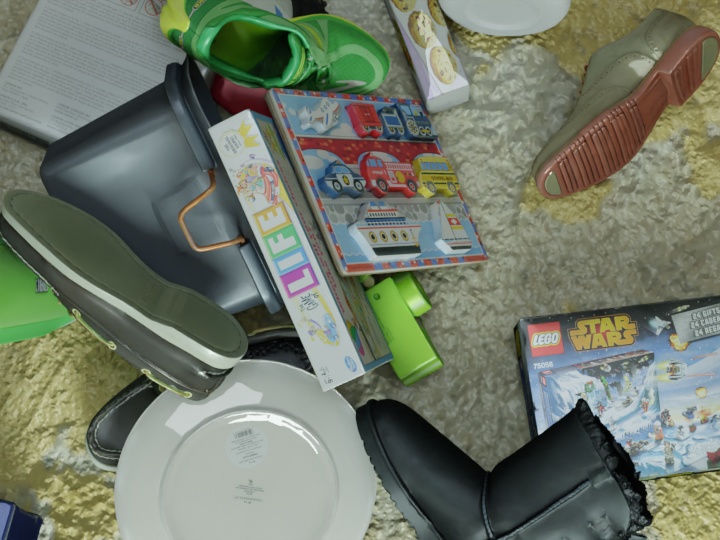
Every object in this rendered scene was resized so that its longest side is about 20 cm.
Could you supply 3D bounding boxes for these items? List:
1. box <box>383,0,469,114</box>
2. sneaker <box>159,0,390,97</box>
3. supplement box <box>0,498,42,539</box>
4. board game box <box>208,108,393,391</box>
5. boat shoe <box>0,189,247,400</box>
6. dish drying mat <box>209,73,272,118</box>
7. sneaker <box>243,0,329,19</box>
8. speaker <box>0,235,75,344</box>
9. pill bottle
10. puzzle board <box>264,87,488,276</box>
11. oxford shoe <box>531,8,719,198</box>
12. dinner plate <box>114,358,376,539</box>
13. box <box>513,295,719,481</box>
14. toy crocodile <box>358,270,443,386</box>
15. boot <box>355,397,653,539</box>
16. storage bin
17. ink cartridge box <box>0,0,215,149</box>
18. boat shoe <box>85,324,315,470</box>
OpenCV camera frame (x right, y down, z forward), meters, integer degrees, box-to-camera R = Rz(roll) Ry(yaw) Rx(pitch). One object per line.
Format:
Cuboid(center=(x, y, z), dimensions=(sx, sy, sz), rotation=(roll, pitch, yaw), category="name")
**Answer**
Cuboid(center=(0.041, -0.231, 1.201), dimensions=(0.041, 0.039, 0.201), rotation=(-19, 77, -1), category="box")
Cuboid(center=(-0.059, -0.161, 1.080), dimensions=(0.199, 0.074, 0.084), rotation=(8, 31, -37), category="sneaker")
Cuboid(center=(-0.351, 0.204, 1.032), dimensions=(0.199, 0.109, 0.110), rotation=(13, 75, 1), category="supplement box")
Cuboid(center=(-0.040, -0.015, 1.036), dimensions=(0.034, 0.134, 0.201), rotation=(-24, 86, 9), category="board game box")
Cuboid(center=(-0.178, 0.020, 1.003), dimensions=(0.201, 0.072, 0.061), rotation=(36, 120, -4), category="boat shoe")
Cuboid(center=(-0.085, -0.160, 1.189), dimensions=(0.200, 0.018, 0.077), rotation=(38, 80, 6), category="dish drying mat")
Cuboid(center=(-0.096, -0.218, 1.135), dimensions=(0.200, 0.072, 0.072), rotation=(29, 52, -37), category="sneaker")
Cuboid(center=(-0.268, 0.009, 1.036), dimensions=(0.088, 0.200, 0.089), rotation=(1, 94, 17), category="speaker")
Cuboid(center=(0.128, -0.307, 1.189), dimensions=(0.112, 0.112, 0.201), rotation=(7, 74, -1), category="pill bottle")
Cuboid(center=(0.020, -0.071, 1.097), dimensions=(0.017, 0.200, 0.151), rotation=(-32, 74, 34), category="puzzle board")
Cuboid(center=(0.209, -0.140, 1.181), dimensions=(0.200, 0.071, 0.074), rotation=(-41, 55, -11), category="oxford shoe")
Cuboid(center=(-0.083, 0.166, 1.056), dimensions=(0.199, 0.024, 0.201), rotation=(-2, 98, -13), category="dinner plate")
Cuboid(center=(0.230, 0.096, 1.121), dimensions=(0.199, 0.040, 0.138), rotation=(-6, 76, -4), category="box")
Cuboid(center=(0.000, 0.000, 1.128), dimensions=(0.067, 0.062, 0.200), rotation=(-36, 85, 8), category="toy crocodile")
Cuboid(center=(0.109, 0.150, 1.053), dimensions=(0.162, 0.073, 0.199), rotation=(-32, 87, 16), category="boot")
Cuboid(center=(-0.148, -0.040, 1.070), dimensions=(0.134, 0.146, 0.201), rotation=(-24, 110, 2), category="storage bin")
Cuboid(center=(-0.197, -0.182, 1.175), dimensions=(0.162, 0.050, 0.201), rotation=(23, 73, 5), category="ink cartridge box")
Cuboid(center=(-0.120, 0.094, 1.088), dimensions=(0.201, 0.061, 0.072), rotation=(-24, 78, -8), category="boat shoe")
